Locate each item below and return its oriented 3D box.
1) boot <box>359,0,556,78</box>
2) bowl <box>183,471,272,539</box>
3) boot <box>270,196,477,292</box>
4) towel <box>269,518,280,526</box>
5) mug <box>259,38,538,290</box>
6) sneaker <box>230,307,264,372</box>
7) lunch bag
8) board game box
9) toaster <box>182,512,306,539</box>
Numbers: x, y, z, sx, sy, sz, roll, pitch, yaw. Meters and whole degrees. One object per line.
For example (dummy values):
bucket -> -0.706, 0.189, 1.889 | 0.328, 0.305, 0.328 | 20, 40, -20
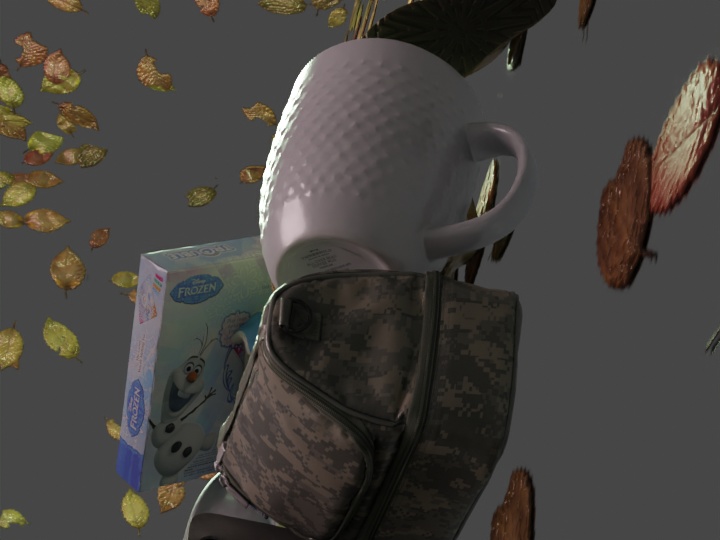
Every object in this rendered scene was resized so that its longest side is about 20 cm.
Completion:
boot -> 0.062, -0.171, 1.375 | 0.200, 0.174, 0.067 | 162, 84, -81
bowl -> -0.062, 0.266, 1.515 | 0.201, 0.090, 0.203 | 21, -115, -57
boot -> 0.000, 0.000, 1.409 | 0.200, 0.154, 0.073 | 124, 132, -67
towel -> -0.024, 0.207, 1.370 | 0.172, 0.048, 0.201 | 111, 147, -48
mug -> 0.026, -0.052, 1.213 | 0.176, 0.198, 0.148 | -73, -31, -45
sneaker -> -0.056, 0.114, 1.479 | 0.076, 0.080, 0.202 | 31, 140, 52
lunch bag -> -0.001, 0.092, 1.145 | 0.201, 0.166, 0.140 | 112, 171, -55
board game box -> -0.105, 0.071, 1.487 | 0.043, 0.199, 0.201 | 31, 120, 41
toaster -> -0.048, 0.265, 1.152 | 0.200, 0.179, 0.120 | -90, 18, -64
